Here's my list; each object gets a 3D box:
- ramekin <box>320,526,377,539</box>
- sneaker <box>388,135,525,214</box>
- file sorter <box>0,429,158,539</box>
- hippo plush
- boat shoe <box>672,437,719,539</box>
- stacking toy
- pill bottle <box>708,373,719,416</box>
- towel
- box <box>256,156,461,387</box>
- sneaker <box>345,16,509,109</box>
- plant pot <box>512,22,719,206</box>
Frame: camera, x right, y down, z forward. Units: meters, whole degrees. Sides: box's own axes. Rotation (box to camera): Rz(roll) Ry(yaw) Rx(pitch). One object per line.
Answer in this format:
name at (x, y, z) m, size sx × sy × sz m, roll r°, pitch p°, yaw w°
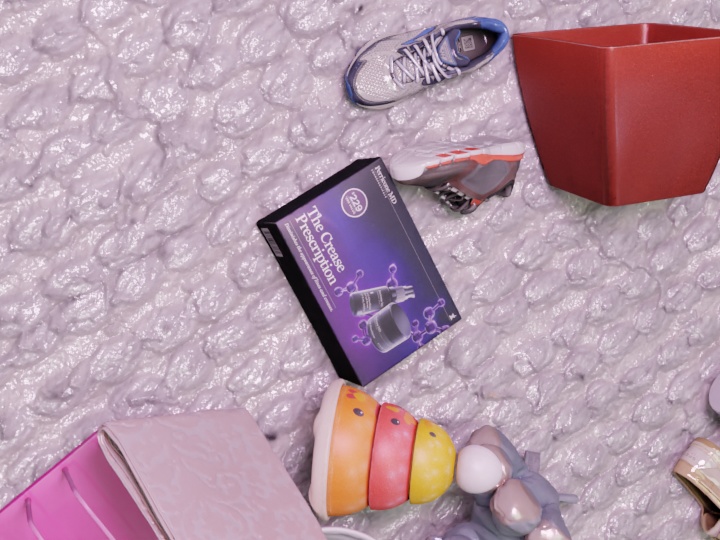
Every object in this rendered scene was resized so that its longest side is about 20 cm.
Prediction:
ramekin at (-0.044, 0.375, 1.129) m, size 0.197 × 0.105 × 0.204 m, roll 5°, pitch 73°, yaw -18°
sneaker at (0.112, -0.099, 1.178) m, size 0.198 × 0.077 × 0.083 m, roll -11°, pitch 110°, yaw -40°
file sorter at (-0.283, 0.282, 1.044) m, size 0.199 × 0.125 × 0.140 m, roll -39°, pitch 105°, yaw -14°
hippo plush at (0.137, 0.282, 1.211) m, size 0.161 × 0.200 × 0.160 m, roll -43°, pitch 88°, yaw 14°
boat shoe at (0.462, 0.310, 1.362) m, size 0.069 × 0.074 × 0.201 m, roll -35°, pitch 95°, yaw -12°
stacking toy at (0.050, 0.197, 1.124) m, size 0.196 × 0.146 × 0.149 m, roll 6°, pitch 92°, yaw 5°
pill bottle at (0.535, 0.204, 1.359) m, size 0.199 × 0.111 × 0.112 m, roll 41°, pitch 79°, yaw -17°
towel at (-0.138, 0.217, 1.040) m, size 0.032 × 0.192 × 0.199 m, roll -48°, pitch 153°, yaw 23°
box at (0.000, 0.000, 1.162) m, size 0.140 × 0.079 × 0.202 m, roll -33°, pitch 104°, yaw -18°
sneaker at (0.075, -0.236, 1.170) m, size 0.198 × 0.085 × 0.078 m, roll -26°, pitch 102°, yaw -17°
plant pot at (0.301, -0.178, 1.212) m, size 0.197 × 0.200 × 0.179 m, roll -8°, pitch 108°, yaw -20°
